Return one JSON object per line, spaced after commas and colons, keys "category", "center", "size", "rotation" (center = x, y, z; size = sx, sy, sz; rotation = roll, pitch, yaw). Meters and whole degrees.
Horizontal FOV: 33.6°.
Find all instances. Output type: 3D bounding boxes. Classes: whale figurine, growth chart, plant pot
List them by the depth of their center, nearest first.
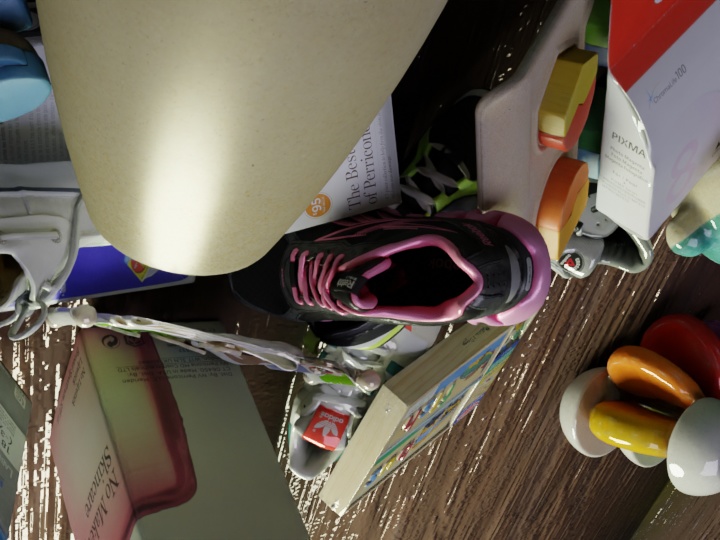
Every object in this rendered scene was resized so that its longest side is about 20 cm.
{"category": "plant pot", "center": [-0.060, -0.102, 0.508], "size": [0.187, 0.188, 0.200], "rotation": [-3, 134, -26]}
{"category": "growth chart", "center": [-0.099, 0.047, 0.751], "size": [0.199, 0.018, 0.145], "rotation": [14, 172, -13]}
{"category": "whale figurine", "center": [0.291, -0.051, 0.830], "size": [0.159, 0.104, 0.200], "rotation": [-38, 178, 9]}

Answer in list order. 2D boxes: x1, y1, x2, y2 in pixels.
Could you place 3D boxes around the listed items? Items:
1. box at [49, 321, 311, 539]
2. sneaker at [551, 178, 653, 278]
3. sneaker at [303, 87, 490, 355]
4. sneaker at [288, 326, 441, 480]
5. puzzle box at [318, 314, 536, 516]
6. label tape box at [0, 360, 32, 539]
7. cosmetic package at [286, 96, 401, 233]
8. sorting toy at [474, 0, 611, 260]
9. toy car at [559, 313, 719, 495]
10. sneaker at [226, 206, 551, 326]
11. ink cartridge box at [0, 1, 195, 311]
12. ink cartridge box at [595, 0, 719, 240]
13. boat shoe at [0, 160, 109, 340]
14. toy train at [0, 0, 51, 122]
{"category": "box", "center": [-0.129, 0.149, 0.804], "size": [0.109, 0.200, 0.128], "rotation": [-1, 134, -30]}
{"category": "sneaker", "center": [0.128, -0.038, 0.827], "size": [0.199, 0.089, 0.074], "rotation": [5, 134, -30]}
{"category": "sneaker", "center": [0.031, -0.023, 0.745], "size": [0.200, 0.072, 0.083], "rotation": [-58, 156, 18]}
{"category": "sneaker", "center": [-0.002, 0.081, 0.860], "size": [0.070, 0.094, 0.200], "rotation": [28, 135, -3]}
{"category": "puzzle box", "center": [0.057, 0.097, 0.916], "size": [0.200, 0.025, 0.133], "rotation": [-30, 155, -47]}
{"category": "label tape box", "center": [-0.279, 0.135, 0.704], "size": [0.144, 0.200, 0.063], "rotation": [-27, 115, 1]}
{"category": "cosmetic package", "center": [-0.031, -0.121, 0.626], "size": [0.082, 0.051, 0.201], "rotation": [-15, 122, -11]}
{"category": "sorting toy", "center": [0.132, -0.097, 0.721], "size": [0.200, 0.036, 0.185], "rotation": [-54, 153, -30]}
{"category": "toy car", "center": [0.291, 0.114, 1.061], "size": [0.200, 0.175, 0.150], "rotation": [17, 89, -40]}
{"category": "sneaker", "center": [0.000, 0.000, 0.665], "size": [0.199, 0.079, 0.095], "rotation": [-1, -171, 29]}
{"category": "ink cartridge box", "center": [-0.186, -0.057, 0.664], "size": [0.199, 0.043, 0.198], "rotation": [-11, 140, -22]}
{"category": "ink cartridge box", "center": [0.211, -0.137, 0.732], "size": [0.163, 0.057, 0.200], "rotation": [-45, 155, -22]}
{"category": "boat shoe", "center": [-0.175, -0.006, 0.583], "size": [0.074, 0.086, 0.202], "rotation": [-20, 170, 30]}
{"category": "toy train", "center": [-0.239, -0.099, 0.513], "size": [0.199, 0.116, 0.085], "rotation": [-19, 164, -9]}
